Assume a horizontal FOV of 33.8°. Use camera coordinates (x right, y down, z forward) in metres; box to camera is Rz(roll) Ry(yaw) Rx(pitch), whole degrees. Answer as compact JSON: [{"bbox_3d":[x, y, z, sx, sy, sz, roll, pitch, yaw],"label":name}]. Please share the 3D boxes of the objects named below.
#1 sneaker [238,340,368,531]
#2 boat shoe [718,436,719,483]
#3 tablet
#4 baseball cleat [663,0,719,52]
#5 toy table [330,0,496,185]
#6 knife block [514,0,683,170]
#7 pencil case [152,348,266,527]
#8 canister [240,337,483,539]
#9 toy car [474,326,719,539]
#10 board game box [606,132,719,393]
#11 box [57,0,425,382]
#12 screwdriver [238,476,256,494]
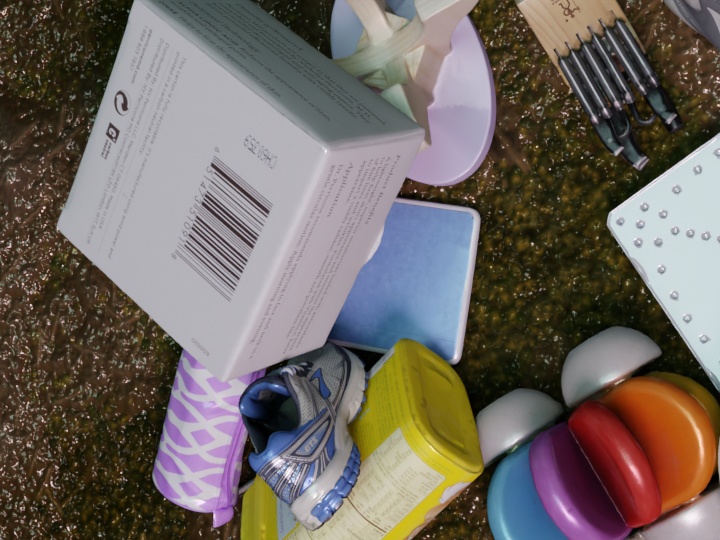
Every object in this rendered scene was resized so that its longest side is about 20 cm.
[{"bbox_3d":[-0.046,0.099,0.890,0.085,0.201,0.077,38,108,-19],"label":"sneaker"},{"bbox_3d":[0.294,0.098,0.814,0.071,0.060,0.205,11,76,-18],"label":"boat shoe"},{"bbox_3d":[0.000,0.000,1.009,0.197,0.014,0.132,9,92,20],"label":"tablet"},{"bbox_3d":[0.281,-0.181,0.845,0.070,0.106,0.200,-49,60,2],"label":"baseball cleat"},{"bbox_3d":[0.028,-0.171,0.948,0.183,0.117,0.201,-38,76,15],"label":"toy table"},{"bbox_3d":[0.181,-0.181,0.929,0.063,0.176,0.201,-30,34,16],"label":"knife block"},{"bbox_3d":[-0.115,0.107,0.994,0.085,0.083,0.203,30,117,26],"label":"pencil case"},{"bbox_3d":[-0.001,0.166,0.928,0.086,0.149,0.200,34,113,-22],"label":"canister"},{"bbox_3d":[0.174,0.151,0.869,0.199,0.150,0.176,-35,78,16],"label":"toy car"},{"bbox_3d":[0.319,-0.015,0.884,0.199,0.026,0.201,-36,77,16],"label":"board game box"},{"bbox_3d":[-0.091,-0.066,0.871,0.199,0.130,0.201,39,118,23],"label":"box"},{"bbox_3d":[-0.032,0.145,1.012,0.199,0.028,0.029,-39,48,15],"label":"screwdriver"}]
